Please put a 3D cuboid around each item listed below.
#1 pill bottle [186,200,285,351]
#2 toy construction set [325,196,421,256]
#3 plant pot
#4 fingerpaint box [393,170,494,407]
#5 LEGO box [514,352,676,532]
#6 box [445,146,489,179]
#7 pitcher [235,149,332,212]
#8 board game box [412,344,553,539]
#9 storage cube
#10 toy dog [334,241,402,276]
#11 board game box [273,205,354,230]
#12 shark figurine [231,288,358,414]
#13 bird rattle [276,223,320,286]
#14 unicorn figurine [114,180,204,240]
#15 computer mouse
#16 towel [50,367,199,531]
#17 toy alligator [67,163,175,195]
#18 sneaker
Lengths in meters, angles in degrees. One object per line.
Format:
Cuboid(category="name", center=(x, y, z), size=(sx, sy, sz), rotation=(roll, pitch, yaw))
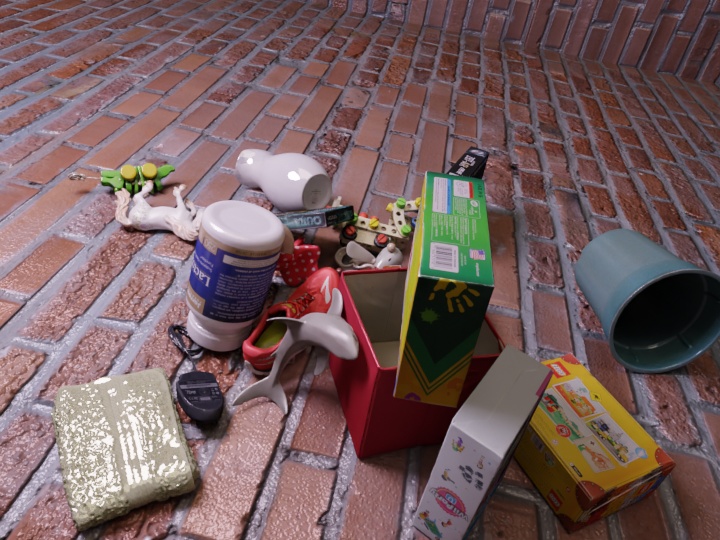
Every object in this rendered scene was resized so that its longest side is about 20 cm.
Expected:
Cuboid(category="pill bottle", center=(-0.186, 0.011, 0.802), size=(0.115, 0.200, 0.116), rotation=(16, 29, -9))
Cuboid(category="toy construction set", center=(0.021, -0.095, 1.084), size=(0.199, 0.092, 0.131), rotation=(8, 62, 9))
Cuboid(category="plant pot", center=(0.479, 0.035, 0.956), size=(0.200, 0.201, 0.196), rotation=(3, 31, -9))
Cuboid(category="fingerpaint box", center=(0.089, 0.015, 0.608), size=(0.073, 0.167, 0.200), rotation=(9, 37, 2))
Cuboid(category="LEGO box", center=(0.284, 0.221, 0.754), size=(0.149, 0.077, 0.200), rotation=(-10, 42, -24))
Cuboid(category="box", center=(0.193, -0.141, 1.126), size=(0.043, 0.161, 0.200), rotation=(22, 39, 17))
Cuboid(category="pitcher", center=(-0.136, -0.190, 1.161), size=(0.200, 0.122, 0.171), rotation=(27, 26, 38))
Cuboid(category="board game box", center=(0.139, 0.207, 0.639), size=(0.064, 0.200, 0.147), rotation=(30, 42, 23))
Cuboid(category="storage cube", center=(0.064, 0.117, 0.754), size=(0.170, 0.180, 0.200), rotation=(-4, 39, -18))
Cuboid(category="toy dog", center=(0.000, 0.000, 0.944), size=(0.132, 0.096, 0.200), rotation=(15, 44, 9))
Cuboid(category="board game box", center=(-0.126, -0.090, 1.001), size=(0.199, 0.028, 0.135), rotation=(-3, 10, 21))
Cuboid(category="shark figurine", center=(-0.092, 0.093, 0.723), size=(0.089, 0.214, 0.128), rotation=(21, 47, -34))
Cuboid(category="bird rattle", center=(-0.163, -0.020, 0.905), size=(0.199, 0.163, 0.113), rotation=(-8, 59, -8))
Cuboid(category="unicorn figurine", center=(-0.356, -0.107, 1.040), size=(0.199, 0.074, 0.138), rotation=(-9, 49, -1))
Cuboid(category="computer mouse", center=(-0.237, 0.143, 0.778), size=(0.058, 0.034, 0.200), rotation=(5, 28, -32))
Cuboid(category="towel", center=(-0.291, 0.204, 0.680), size=(0.148, 0.037, 0.200), rotation=(-13, 44, -26))
Cuboid(category="toy alligator", center=(-0.468, -0.174, 1.108), size=(0.199, 0.059, 0.054), rotation=(-11, 83, -25))
Cuboid(category="sneaker", center=(-0.094, 0.067, 0.815), size=(0.077, 0.085, 0.200), rotation=(31, 65, 20))
